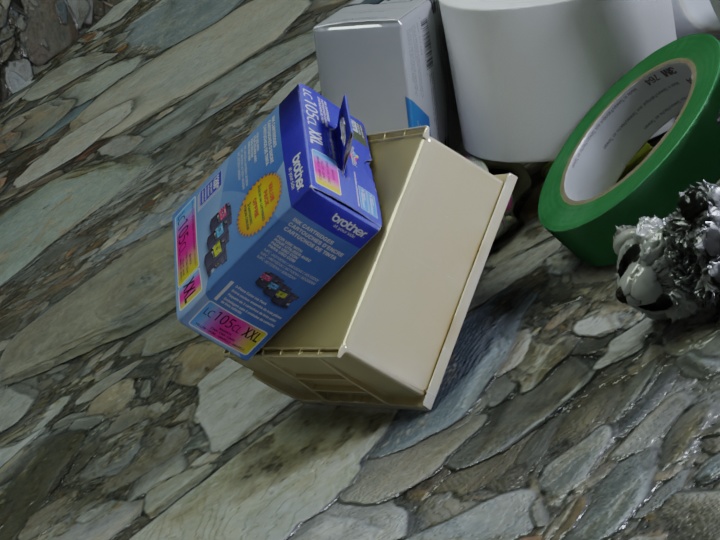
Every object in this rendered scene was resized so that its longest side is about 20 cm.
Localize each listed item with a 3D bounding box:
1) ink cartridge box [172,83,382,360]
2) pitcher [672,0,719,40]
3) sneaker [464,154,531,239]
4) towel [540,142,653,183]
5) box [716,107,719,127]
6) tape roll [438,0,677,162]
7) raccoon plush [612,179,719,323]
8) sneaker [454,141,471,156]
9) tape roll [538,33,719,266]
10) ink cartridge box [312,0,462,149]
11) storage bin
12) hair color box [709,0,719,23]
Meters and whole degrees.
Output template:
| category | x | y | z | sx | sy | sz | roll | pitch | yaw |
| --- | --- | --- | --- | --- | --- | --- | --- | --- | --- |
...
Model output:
| category | x | y | z | sx | sy | sz | roll | pitch | yaw |
| --- | --- | --- | --- | --- | --- | --- | --- | --- | --- |
| ink cartridge box | -0.058 | -0.048 | 1.640 | 0.200 | 0.076 | 0.137 | -43 | 33 | 25 |
| pitcher | 0.256 | -0.267 | 1.957 | 0.200 | 0.171 | 0.122 | 8 | 75 | 65 |
| sneaker | 0.083 | -0.050 | 1.815 | 0.088 | 0.081 | 0.200 | -20 | 23 | 38 |
| towel | 0.212 | -0.081 | 1.791 | 0.086 | 0.018 | 0.200 | -37 | 19 | 4 |
| box | 0.349 | -0.132 | 1.546 | 0.122 | 0.106 | 0.200 | -23 | 20 | 28 |
| tape roll | 0.177 | -0.191 | 1.835 | 0.202 | 0.140 | 0.203 | -10 | 19 | 4 |
| raccoon plush | 0.272 | -0.014 | 1.465 | 0.199 | 0.097 | 0.134 | -7 | -4 | -18 |
| sneaker | 0.014 | -0.080 | 1.971 | 0.200 | 0.078 | 0.091 | -19 | -6 | 41 |
| tape roll | 0.226 | -0.096 | 1.655 | 0.200 | 0.048 | 0.201 | -44 | 19 | 20 |
| ink cartridge box | 0.034 | -0.169 | 1.862 | 0.086 | 0.147 | 0.200 | -2 | 17 | 17 |
| storage bin | 0.000 | 0.000 | 1.676 | 0.198 | 0.094 | 0.200 | -3 | 62 | 57 |
| hair color box | 0.338 | -0.269 | 1.571 | 0.200 | 0.111 | 0.064 | -14 | 22 | 44 |
